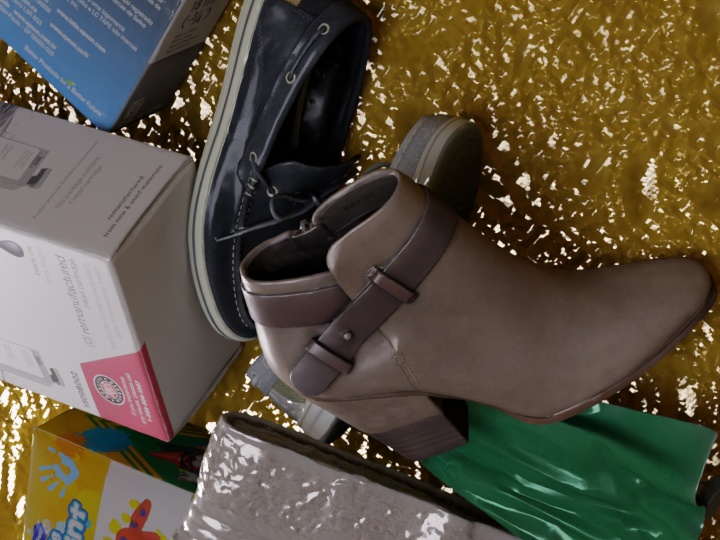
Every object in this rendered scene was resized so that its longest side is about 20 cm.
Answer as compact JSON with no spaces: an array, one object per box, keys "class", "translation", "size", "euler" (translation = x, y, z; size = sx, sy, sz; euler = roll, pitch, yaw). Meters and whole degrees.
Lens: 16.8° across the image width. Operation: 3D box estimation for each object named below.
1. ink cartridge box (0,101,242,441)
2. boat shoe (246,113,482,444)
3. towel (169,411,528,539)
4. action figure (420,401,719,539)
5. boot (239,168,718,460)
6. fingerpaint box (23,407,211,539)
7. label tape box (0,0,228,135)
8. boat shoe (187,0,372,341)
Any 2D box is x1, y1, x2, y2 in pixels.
[{"class":"ink cartridge box","translation":[-0.176,-0.009,1.296],"size":[0.200,0.083,0.147],"euler":[17,142,27]},{"class":"boat shoe","translation":[0.001,0.000,1.226],"size":[0.065,0.074,0.202],"euler":[34,128,13]},{"class":"towel","translation":[-0.002,0.163,1.247],"size":[0.200,0.034,0.133],"euler":[21,110,-7]},{"class":"action figure","translation":[0.091,0.091,1.209],"size":[0.200,0.055,0.118],"euler":[23,119,32]},{"class":"boot","translation":[0.049,0.008,1.136],"size":[0.200,0.070,0.146],"euler":[-30,124,11]},{"class":"fingerpaint box","translation":[-0.106,0.191,1.355],"size":[0.167,0.073,0.201],"euler":[19,114,25]},{"class":"label tape box","translation":[-0.122,-0.193,1.243],"size":[0.144,0.063,0.200],"euler":[42,123,12]},{"class":"boat shoe","translation":[-0.038,-0.052,1.232],"size":[0.062,0.075,0.200],"euler":[25,113,30]}]
